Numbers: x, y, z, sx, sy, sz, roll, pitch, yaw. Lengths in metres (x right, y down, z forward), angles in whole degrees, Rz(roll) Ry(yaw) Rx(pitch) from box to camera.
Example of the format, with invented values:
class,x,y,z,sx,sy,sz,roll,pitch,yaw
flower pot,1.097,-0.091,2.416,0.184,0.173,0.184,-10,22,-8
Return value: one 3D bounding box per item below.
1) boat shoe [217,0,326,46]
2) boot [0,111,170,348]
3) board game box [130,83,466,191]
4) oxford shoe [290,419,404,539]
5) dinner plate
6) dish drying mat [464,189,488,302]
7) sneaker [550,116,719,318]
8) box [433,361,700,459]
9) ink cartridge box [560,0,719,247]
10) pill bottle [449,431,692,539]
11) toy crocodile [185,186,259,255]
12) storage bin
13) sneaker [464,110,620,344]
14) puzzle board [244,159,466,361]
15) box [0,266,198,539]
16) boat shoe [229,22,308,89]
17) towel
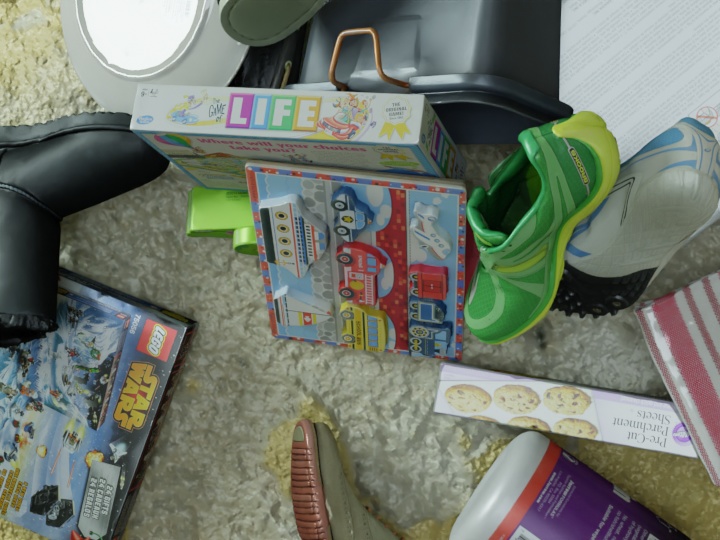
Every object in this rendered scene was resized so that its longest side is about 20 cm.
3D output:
class,x,y,z,sx,sy,sz,roll,pitch,yaw
boat shoe,-0.013,-0.227,0.937,0.201,0.072,0.061,-29,45,20
boot,-0.235,-0.029,1.055,0.197,0.073,0.163,-4,67,17
board game box,-0.038,-0.085,0.968,0.199,0.134,0.034,5,78,17
oxford shoe,-0.004,0.207,1.084,0.074,0.071,0.201,-14,92,-16
dinner plate,-0.157,-0.207,1.045,0.199,0.024,0.201,2,94,33
dish drying mat,0.152,-0.043,1.057,0.199,0.018,0.077,-23,87,10
sneaker,0.186,-0.031,0.986,0.072,0.073,0.200,30,141,-9
box,0.154,0.103,1.055,0.199,0.039,0.042,10,90,7
ink cartridge box,0.218,-0.133,1.027,0.162,0.050,0.200,-38,91,7
pill bottle,0.171,0.214,1.026,0.200,0.112,0.113,35,98,4
toy crocodile,-0.037,-0.049,1.064,0.199,0.062,0.068,-7,74,14
storage bin,0.044,-0.166,0.982,0.199,0.145,0.135,2,83,40
sneaker,0.103,-0.030,0.957,0.083,0.074,0.200,-3,137,-24
puzzle board,0.000,0.000,1.012,0.150,0.200,0.017,6,52,8
box,-0.225,0.110,1.111,0.136,0.040,0.201,22,97,7
boat shoe,-0.070,-0.203,1.047,0.071,0.061,0.202,4,95,8
towel,0.312,0.051,1.019,0.199,0.030,0.147,-25,92,-2
